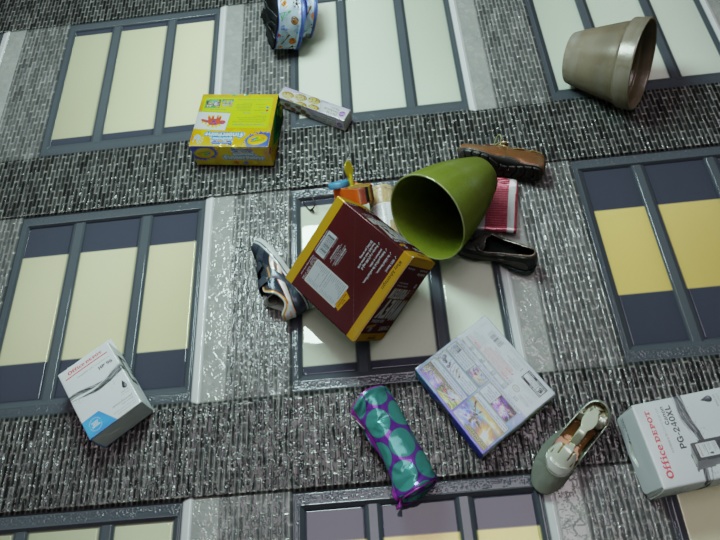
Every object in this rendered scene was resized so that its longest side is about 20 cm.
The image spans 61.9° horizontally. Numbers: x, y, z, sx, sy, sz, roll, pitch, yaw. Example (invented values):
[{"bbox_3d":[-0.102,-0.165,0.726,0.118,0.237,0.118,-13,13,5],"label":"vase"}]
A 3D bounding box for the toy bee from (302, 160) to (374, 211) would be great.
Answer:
[{"bbox_3d":[-0.028,-0.181,1.339,0.108,0.133,0.199,-23,40,-38],"label":"toy bee"}]

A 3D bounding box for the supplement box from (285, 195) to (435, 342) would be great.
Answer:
[{"bbox_3d":[0.000,0.000,1.183,0.199,0.132,0.199,40,103,22],"label":"supplement box"}]

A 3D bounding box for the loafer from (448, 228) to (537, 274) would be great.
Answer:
[{"bbox_3d":[0.279,-0.054,1.268,0.197,0.063,0.073,19,63,14],"label":"loafer"}]

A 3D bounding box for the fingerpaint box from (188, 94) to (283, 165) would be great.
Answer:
[{"bbox_3d":[-0.300,-0.345,1.473,0.196,0.074,0.170,1,61,7],"label":"fingerpaint box"}]

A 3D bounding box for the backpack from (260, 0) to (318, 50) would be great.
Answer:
[{"bbox_3d":[-0.192,-0.685,1.591,0.151,0.201,0.194,1,64,-9],"label":"backpack"}]

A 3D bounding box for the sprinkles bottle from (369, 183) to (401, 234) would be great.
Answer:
[{"bbox_3d":[0.058,-0.089,1.305,0.067,0.069,0.203,-8,62,1],"label":"sprinkles bottle"}]

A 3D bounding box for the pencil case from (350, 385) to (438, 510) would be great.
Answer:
[{"bbox_3d":[0.056,0.314,1.083,0.091,0.086,0.201,-20,60,-24],"label":"pencil case"}]

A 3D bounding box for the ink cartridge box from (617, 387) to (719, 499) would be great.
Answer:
[{"bbox_3d":[0.575,0.297,1.042,0.196,0.084,0.148,-11,62,-1],"label":"ink cartridge box"}]

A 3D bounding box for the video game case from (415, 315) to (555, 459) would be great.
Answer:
[{"bbox_3d":[0.232,0.217,1.140,0.180,0.046,0.201,-33,64,-13],"label":"video game case"}]

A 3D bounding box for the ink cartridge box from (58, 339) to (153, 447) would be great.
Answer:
[{"bbox_3d":[-0.514,0.228,1.193,0.115,0.068,0.200,-36,64,-13],"label":"ink cartridge box"}]

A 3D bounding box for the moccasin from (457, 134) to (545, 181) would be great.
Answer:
[{"bbox_3d":[0.322,-0.259,1.369,0.197,0.074,0.079,8,52,13],"label":"moccasin"}]

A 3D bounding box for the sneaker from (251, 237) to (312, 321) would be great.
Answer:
[{"bbox_3d":[-0.187,0.018,1.267,0.079,0.079,0.200,-34,66,-19],"label":"sneaker"}]

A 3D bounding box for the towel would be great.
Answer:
[{"bbox_3d":[0.252,-0.153,1.342,0.196,0.023,0.146,6,60,9],"label":"towel"}]

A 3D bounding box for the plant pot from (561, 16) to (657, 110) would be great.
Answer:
[{"bbox_3d":[0.579,-0.492,1.418,0.171,0.201,0.202,18,64,33],"label":"plant pot"}]

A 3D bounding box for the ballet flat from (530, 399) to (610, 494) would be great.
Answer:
[{"bbox_3d":[0.373,0.307,1.068,0.067,0.064,0.200,39,72,23],"label":"ballet flat"}]

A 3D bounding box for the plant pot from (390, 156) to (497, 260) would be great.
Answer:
[{"bbox_3d":[0.193,-0.153,1.250,0.186,0.189,0.199,37,52,22],"label":"plant pot"}]

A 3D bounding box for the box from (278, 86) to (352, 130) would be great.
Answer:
[{"bbox_3d":[-0.116,-0.407,1.507,0.197,0.039,0.042,25,68,17],"label":"box"}]
